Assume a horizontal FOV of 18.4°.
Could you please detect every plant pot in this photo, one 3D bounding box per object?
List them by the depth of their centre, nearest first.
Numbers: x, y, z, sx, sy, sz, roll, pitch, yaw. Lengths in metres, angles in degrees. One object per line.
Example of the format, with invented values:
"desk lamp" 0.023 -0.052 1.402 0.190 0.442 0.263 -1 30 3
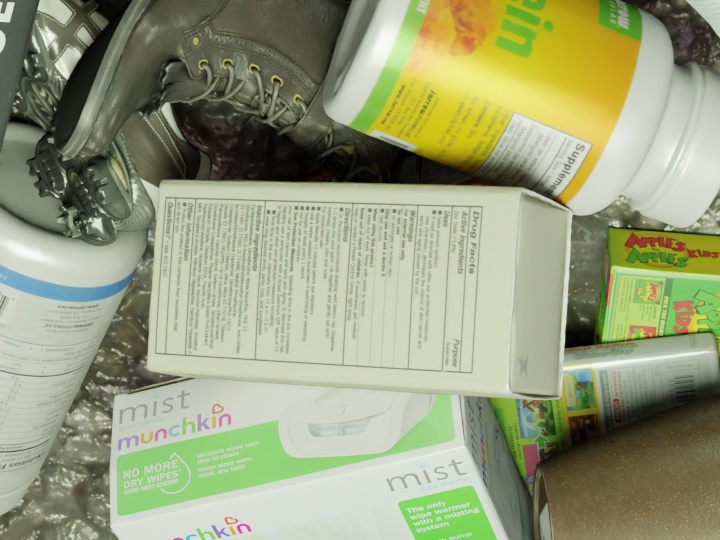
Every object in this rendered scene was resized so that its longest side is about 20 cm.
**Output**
"plant pot" 0.198 0.146 1.216 0.198 0.187 0.188 -4 120 -2

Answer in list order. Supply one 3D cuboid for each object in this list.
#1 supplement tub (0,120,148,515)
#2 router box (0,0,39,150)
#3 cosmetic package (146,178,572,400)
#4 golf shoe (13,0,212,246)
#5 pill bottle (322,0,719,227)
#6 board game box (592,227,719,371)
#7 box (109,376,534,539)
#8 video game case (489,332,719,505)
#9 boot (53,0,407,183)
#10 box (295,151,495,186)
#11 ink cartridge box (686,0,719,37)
"supplement tub" -0.213 0.029 1.267 0.131 0.132 0.201 23 120 -11
"router box" -0.218 -0.157 1.148 0.051 0.149 0.201 -2 127 -34
"cosmetic package" 0.000 0.010 1.128 0.199 0.087 0.104 4 86 24
"golf shoe" -0.152 -0.114 1.205 0.078 0.094 0.201 -33 80 56
"pill bottle" 0.091 -0.095 1.136 0.199 0.111 0.112 21 119 -10
"board game box" 0.186 0.076 1.325 0.101 0.048 0.201 4 121 0
"box" -0.016 0.130 1.236 0.198 0.097 0.177 -13 138 10
"video game case" 0.129 0.134 1.322 0.180 0.023 0.201 -7 121 7
"boot" -0.050 -0.094 1.167 0.174 0.201 0.069 39 149 -13
"box" 0.000 0.000 1.259 0.199 0.100 0.096 -23 117 15
"ink cartridge box" 0.210 -0.225 1.101 0.200 0.041 0.200 41 83 -21
